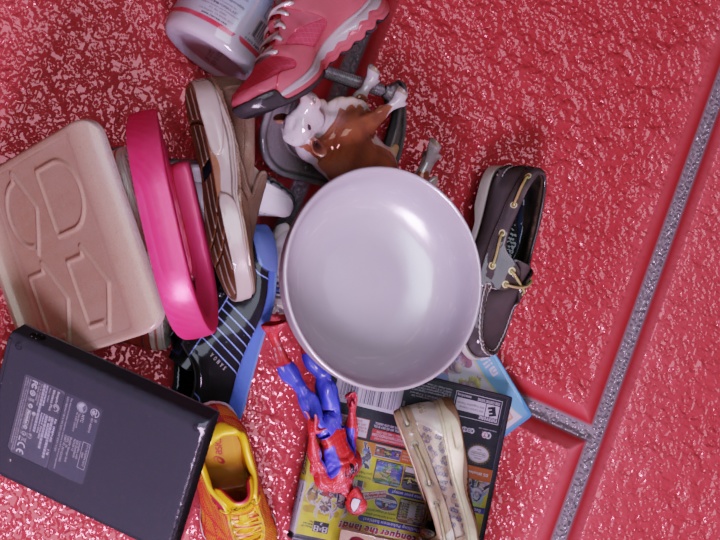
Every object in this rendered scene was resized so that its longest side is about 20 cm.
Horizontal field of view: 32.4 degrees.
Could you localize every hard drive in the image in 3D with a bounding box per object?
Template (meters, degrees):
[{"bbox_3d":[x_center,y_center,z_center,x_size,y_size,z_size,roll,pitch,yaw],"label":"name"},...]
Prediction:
[{"bbox_3d":[-0.234,0.151,1.103,0.197,0.033,0.141,23,109,10],"label":"hard drive"}]

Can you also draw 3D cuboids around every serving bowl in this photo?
[{"bbox_3d":[0.011,0.009,1.141,0.197,0.066,0.204,2,85,-24],"label":"serving bowl"}]

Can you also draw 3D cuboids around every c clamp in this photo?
[{"bbox_3d":[-0.022,-0.163,1.199,0.198,0.027,0.173,18,94,-40],"label":"c clamp"}]

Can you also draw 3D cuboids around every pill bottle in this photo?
[{"bbox_3d":[-0.095,-0.286,1.189,0.108,0.109,0.202,32,79,-11],"label":"pill bottle"}]

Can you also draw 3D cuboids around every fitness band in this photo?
[{"bbox_3d":[-0.164,-0.040,1.080,0.037,0.144,0.203,-13,95,2],"label":"fitness band"}]

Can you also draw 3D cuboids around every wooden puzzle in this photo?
[{"bbox_3d":[-0.257,-0.022,1.108,0.046,0.198,0.188,-22,93,-48],"label":"wooden puzzle"}]

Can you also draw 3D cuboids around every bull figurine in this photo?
[{"bbox_3d":[0.003,-0.116,1.182,0.121,0.065,0.201,-45,130,-11],"label":"bull figurine"}]

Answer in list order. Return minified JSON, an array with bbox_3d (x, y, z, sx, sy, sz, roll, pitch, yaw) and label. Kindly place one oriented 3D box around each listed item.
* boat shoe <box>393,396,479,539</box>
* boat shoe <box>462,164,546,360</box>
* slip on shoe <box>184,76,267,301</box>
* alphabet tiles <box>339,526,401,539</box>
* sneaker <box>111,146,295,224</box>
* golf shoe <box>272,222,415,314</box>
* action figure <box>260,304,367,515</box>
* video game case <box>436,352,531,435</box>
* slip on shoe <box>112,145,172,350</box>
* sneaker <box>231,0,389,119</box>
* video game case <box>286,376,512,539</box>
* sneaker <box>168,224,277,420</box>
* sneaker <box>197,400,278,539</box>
[{"bbox_3d":[0.074,0.225,1.187,0.062,0.073,0.204,-8,87,-8],"label":"boat shoe"},{"bbox_3d":[0.143,-0.010,1.246,0.071,0.060,0.205,23,73,-49],"label":"boat shoe"},{"bbox_3d":[-0.111,-0.076,1.122,0.060,0.076,0.204,-10,84,-21],"label":"slip on shoe"},{"bbox_3d":[0.048,0.346,1.182,0.164,0.008,0.203,12,115,5],"label":"alphabet tiles"},{"bbox_3d":[-0.161,-0.067,1.188,0.196,0.075,0.089,6,98,-8],"label":"sneaker"},{"bbox_3d":[0.000,0.000,1.220,0.197,0.078,0.099,7,79,-16],"label":"golf shoe"},{"bbox_3d":[-0.033,0.136,1.160,0.065,0.051,0.203,-28,104,-44],"label":"action figure"},{"bbox_3d":[0.061,0.144,1.256,0.199,0.018,0.144,-34,96,-15],"label":"video game case"},{"bbox_3d":[-0.212,-0.016,1.132,0.060,0.074,0.203,-1,120,2],"label":"slip on shoe"},{"bbox_3d":[-0.061,-0.212,1.110,0.200,0.073,0.087,-48,111,-31],"label":"sneaker"},{"bbox_3d":[0.041,0.193,1.226,0.197,0.025,0.184,15,83,-15],"label":"video game case"},{"bbox_3d":[-0.135,0.051,1.165,0.077,0.070,0.204,11,93,-33],"label":"sneaker"},{"bbox_3d":[-0.119,0.220,1.153,0.072,0.077,0.203,-21,118,-10],"label":"sneaker"}]
